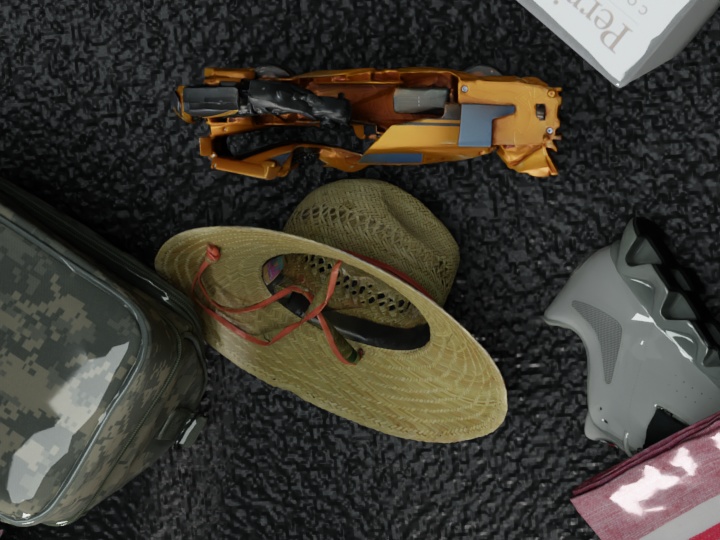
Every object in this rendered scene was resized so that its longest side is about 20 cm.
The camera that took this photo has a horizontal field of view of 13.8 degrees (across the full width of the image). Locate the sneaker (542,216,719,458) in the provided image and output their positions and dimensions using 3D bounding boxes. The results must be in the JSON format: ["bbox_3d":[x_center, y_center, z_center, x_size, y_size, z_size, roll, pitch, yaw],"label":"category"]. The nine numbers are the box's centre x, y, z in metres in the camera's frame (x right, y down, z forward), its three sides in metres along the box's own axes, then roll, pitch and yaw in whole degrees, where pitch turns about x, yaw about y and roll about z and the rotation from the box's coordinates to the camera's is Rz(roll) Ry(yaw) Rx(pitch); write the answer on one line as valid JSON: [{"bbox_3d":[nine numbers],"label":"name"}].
[{"bbox_3d":[0.164,0.078,1.513,0.088,0.074,0.201,-39,65,19],"label":"sneaker"}]

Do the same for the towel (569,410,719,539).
[{"bbox_3d":[0.203,0.166,1.459,0.200,0.023,0.144,55,137,-1],"label":"towel"}]

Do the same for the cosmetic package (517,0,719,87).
[{"bbox_3d":[0.140,-0.222,1.433,0.167,0.166,0.200,40,107,5],"label":"cosmetic package"}]

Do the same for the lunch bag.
[{"bbox_3d":[-0.185,0.032,1.548,0.199,0.168,0.140,33,93,13],"label":"lunch bag"}]

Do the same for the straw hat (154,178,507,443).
[{"bbox_3d":[0.000,0.000,1.542,0.200,0.201,0.085,22,63,10],"label":"straw hat"}]

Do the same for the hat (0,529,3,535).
[{"bbox_3d":[-0.234,0.183,1.641,0.199,0.166,0.176,-27,62,-16],"label":"hat"}]

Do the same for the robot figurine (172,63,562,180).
[{"bbox_3d":[0.003,-0.076,1.507,0.199,0.145,0.059,0,93,5],"label":"robot figurine"}]
